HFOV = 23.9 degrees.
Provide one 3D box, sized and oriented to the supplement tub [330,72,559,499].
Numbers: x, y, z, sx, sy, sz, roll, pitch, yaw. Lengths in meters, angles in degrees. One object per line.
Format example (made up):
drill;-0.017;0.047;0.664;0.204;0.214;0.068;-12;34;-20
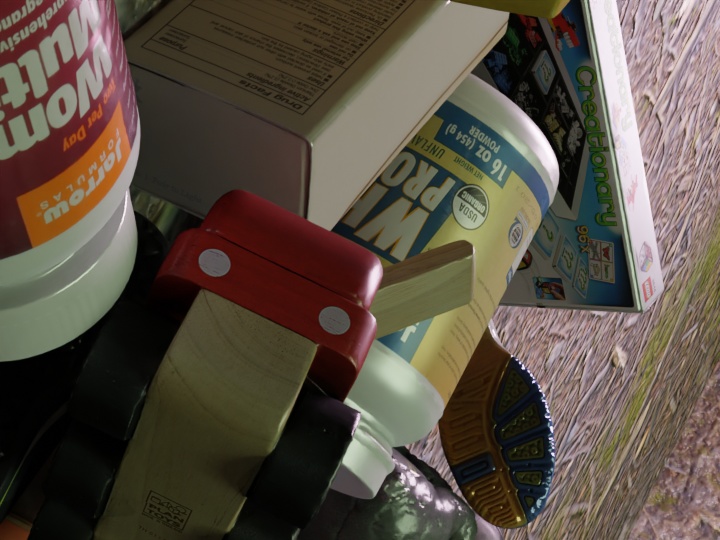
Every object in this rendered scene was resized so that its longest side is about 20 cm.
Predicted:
supplement tub;0.000;0.000;0.875;0.201;0.144;0.145;-62;161;-15

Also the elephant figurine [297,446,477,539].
elephant figurine;-0.029;0.198;1.082;0.200;0.141;0.155;-51;132;2

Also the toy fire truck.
toy fire truck;-0.026;0.031;0.685;0.176;0.128;0.200;117;-2;-53

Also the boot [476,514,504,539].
boot;0.065;0.316;1.552;0.132;0.070;0.201;19;90;-66

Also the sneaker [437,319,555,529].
sneaker;0.077;0.079;1.144;0.075;0.201;0.088;-18;162;-3

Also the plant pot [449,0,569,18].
plant pot;0.049;-0.216;0.638;0.200;0.176;0.200;-51;170;-40

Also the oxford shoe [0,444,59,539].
oxford shoe;-0.125;0.131;0.811;0.200;0.071;0.073;69;42;-64

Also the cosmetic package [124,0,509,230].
cosmetic package;-0.016;-0.104;0.776;0.200;0.103;0.073;-49;156;-39

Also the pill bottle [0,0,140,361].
pill bottle;-0.126;-0.064;0.514;0.110;0.109;0.200;-55;158;-29

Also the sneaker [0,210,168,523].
sneaker;-0.152;0.054;0.683;0.200;0.072;0.083;-55;-178;-28

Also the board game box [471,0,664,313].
board game box;0.093;-0.074;0.955;0.035;0.126;0.201;-38;122;-47
